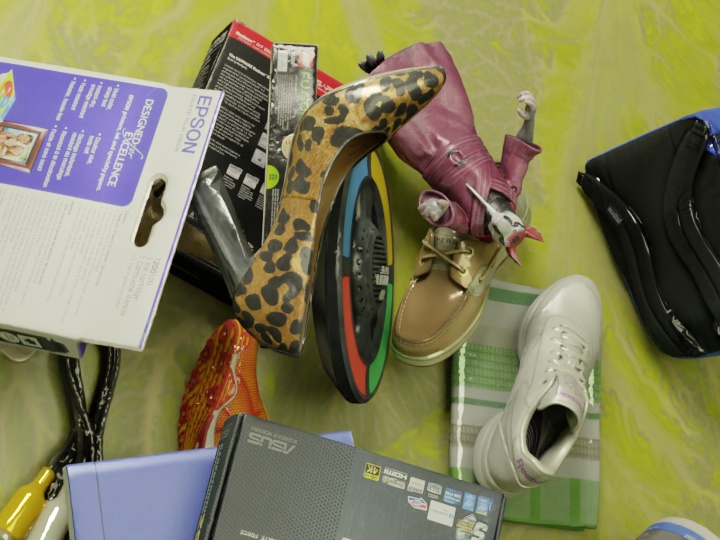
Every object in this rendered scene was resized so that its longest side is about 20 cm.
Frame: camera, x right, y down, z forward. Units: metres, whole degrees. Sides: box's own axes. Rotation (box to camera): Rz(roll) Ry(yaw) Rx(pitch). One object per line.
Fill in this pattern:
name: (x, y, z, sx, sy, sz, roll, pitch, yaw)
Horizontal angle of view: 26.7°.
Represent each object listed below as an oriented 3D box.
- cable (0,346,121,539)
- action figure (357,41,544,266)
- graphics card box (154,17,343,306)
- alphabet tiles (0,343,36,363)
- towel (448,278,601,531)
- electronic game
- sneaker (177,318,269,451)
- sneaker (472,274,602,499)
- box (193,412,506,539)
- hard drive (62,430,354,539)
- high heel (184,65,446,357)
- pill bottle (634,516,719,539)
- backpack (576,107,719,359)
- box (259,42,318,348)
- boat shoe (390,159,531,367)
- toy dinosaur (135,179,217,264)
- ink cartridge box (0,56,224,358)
cable: (-0.194, 0.132, 1.075, 0.097, 0.050, 0.202, 26, 68, -22)
action figure: (0.068, -0.082, 1.200, 0.133, 0.149, 0.201, -29, 77, -20)
graphics card box: (-0.090, -0.079, 1.186, 0.125, 0.051, 0.202, 28, 65, -20)
alphabet tiles: (-0.282, -0.037, 1.091, 0.195, 0.015, 0.201, 43, 62, -13)
towel: (0.137, 0.113, 1.279, 0.148, 0.031, 0.202, 10, 75, -24)
electronic game: (0.000, 0.000, 1.151, 0.041, 0.200, 0.202, 0, 73, 12)
sneaker: (-0.093, 0.137, 1.125, 0.077, 0.073, 0.202, 7, 85, -30)
sneaker: (0.163, 0.092, 1.224, 0.074, 0.099, 0.201, 30, 66, -16)
box: (-0.013, 0.198, 0.998, 0.198, 0.051, 0.159, 19, 73, -13)
hard drive: (-0.092, 0.185, 1.016, 0.198, 0.025, 0.133, -5, 78, -20)
high heel: (-0.007, -0.040, 1.008, 0.199, 0.071, 0.143, -29, 73, 7)
pill bottle: (0.216, 0.298, 1.221, 0.199, 0.114, 0.114, -33, 94, -31)
backpack: (0.320, -0.033, 1.334, 0.167, 0.162, 0.202, -14, 83, -34)
box: (-0.053, -0.051, 1.106, 0.034, 0.110, 0.202, 2, 77, -3)
boat shoe: (0.077, -0.011, 1.237, 0.201, 0.073, 0.067, -60, 148, -34)
toy dinosaur: (-0.161, -0.048, 1.100, 0.198, 0.058, 0.102, 16, 78, 8)
ink cartridge box: (-0.206, -0.044, 1.040, 0.198, 0.043, 0.200, 10, 68, 15)
